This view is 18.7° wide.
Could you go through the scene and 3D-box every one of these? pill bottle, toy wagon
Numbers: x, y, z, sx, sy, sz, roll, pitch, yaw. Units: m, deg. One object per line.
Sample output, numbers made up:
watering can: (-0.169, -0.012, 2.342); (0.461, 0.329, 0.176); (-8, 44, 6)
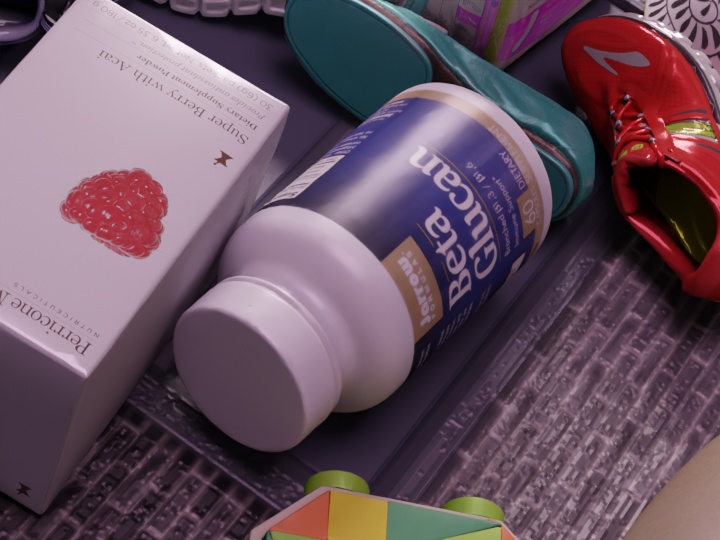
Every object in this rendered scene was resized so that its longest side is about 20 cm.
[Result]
pill bottle: (0.000, 0.000, 1.084); (0.111, 0.111, 0.200); (38, 50, 11)
toy wagon: (-0.003, 0.163, 1.002); (0.199, 0.040, 0.156); (13, 50, -11)

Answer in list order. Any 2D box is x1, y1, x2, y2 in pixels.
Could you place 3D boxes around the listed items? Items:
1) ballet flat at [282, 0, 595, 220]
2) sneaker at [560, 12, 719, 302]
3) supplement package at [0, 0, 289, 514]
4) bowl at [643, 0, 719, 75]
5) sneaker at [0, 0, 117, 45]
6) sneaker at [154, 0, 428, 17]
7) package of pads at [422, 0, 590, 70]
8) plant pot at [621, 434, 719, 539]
ballet flat: (0.046, -0.099, 1.219); (0.200, 0.068, 0.070); (35, 30, 6)
sneaker: (0.165, -0.067, 1.209); (0.085, 0.077, 0.201); (0, 50, -46)
supplement package: (-0.140, -0.012, 1.035); (0.121, 0.120, 0.200); (30, 49, 3)
bowl: (0.280, -0.157, 1.325); (0.200, 0.094, 0.202); (10, 51, -12)
sneaker: (-0.219, -0.189, 1.162); (0.199, 0.076, 0.114); (29, 35, -1)
sneaker: (-0.059, -0.190, 1.251); (0.199, 0.078, 0.091); (16, 34, -13)
package of pads: (0.112, -0.222, 1.242); (0.068, 0.201, 0.154); (37, 50, 18)
plant pot: (0.184, 0.164, 0.999); (0.187, 0.188, 0.200); (25, 34, 0)
